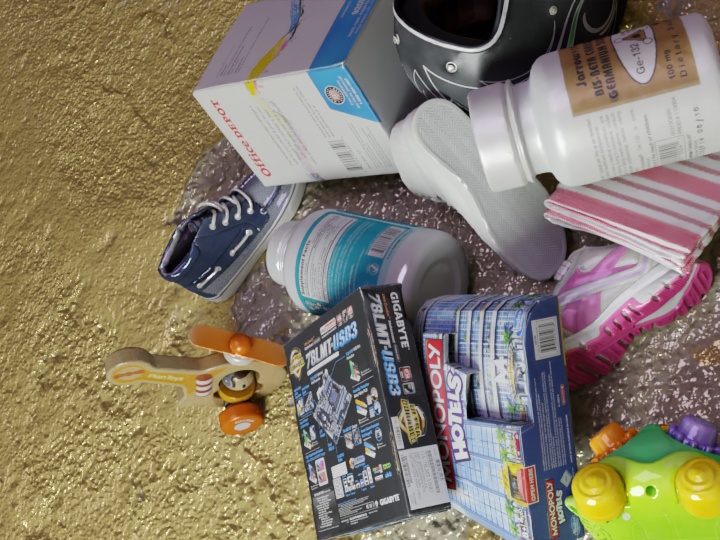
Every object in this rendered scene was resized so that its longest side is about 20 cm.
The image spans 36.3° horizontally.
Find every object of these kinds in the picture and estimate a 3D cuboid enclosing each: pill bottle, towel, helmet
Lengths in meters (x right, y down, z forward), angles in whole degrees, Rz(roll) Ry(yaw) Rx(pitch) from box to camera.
[{"bbox_3d":[0.196,-0.132,0.911,0.199,0.114,0.115,-14,65,14],"label":"pill bottle"},{"bbox_3d":[0.270,-0.094,0.945,0.146,0.030,0.200,26,65,38],"label":"towel"},{"bbox_3d":[0.000,0.000,1.091,0.200,0.111,0.111,14,82,39],"label":"pill bottle"},{"bbox_3d":[0.134,-0.228,1.018,0.191,0.200,0.200,-54,50,23],"label":"helmet"}]

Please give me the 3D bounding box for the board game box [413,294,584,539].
[{"bbox_3d":[0.093,0.124,0.949,0.200,0.062,0.201,-4,94,56],"label":"board game box"}]

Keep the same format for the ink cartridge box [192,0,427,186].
[{"bbox_3d":[-0.038,-0.194,1.142,0.199,0.147,0.145,-2,50,35],"label":"ink cartridge box"}]

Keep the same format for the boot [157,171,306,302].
[{"bbox_3d":[-0.141,-0.059,1.229,0.073,0.090,0.200,35,96,39],"label":"boot"}]

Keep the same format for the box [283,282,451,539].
[{"bbox_3d":[-0.002,0.135,1.004,0.200,0.050,0.199,-38,59,58],"label":"box"}]

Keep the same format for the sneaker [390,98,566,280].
[{"bbox_3d":[0.109,-0.075,1.044,0.074,0.200,0.116,-41,9,-11],"label":"sneaker"}]

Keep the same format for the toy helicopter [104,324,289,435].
[{"bbox_3d":[-0.161,0.101,1.115,0.132,0.199,0.079,-42,52,38],"label":"toy helicopter"}]

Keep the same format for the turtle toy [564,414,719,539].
[{"bbox_3d":[0.255,0.166,0.839,0.199,0.146,0.101,-8,46,22],"label":"turtle toy"}]

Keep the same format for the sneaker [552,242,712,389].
[{"bbox_3d":[0.202,0.031,0.958,0.200,0.081,0.088,-36,54,11],"label":"sneaker"}]
